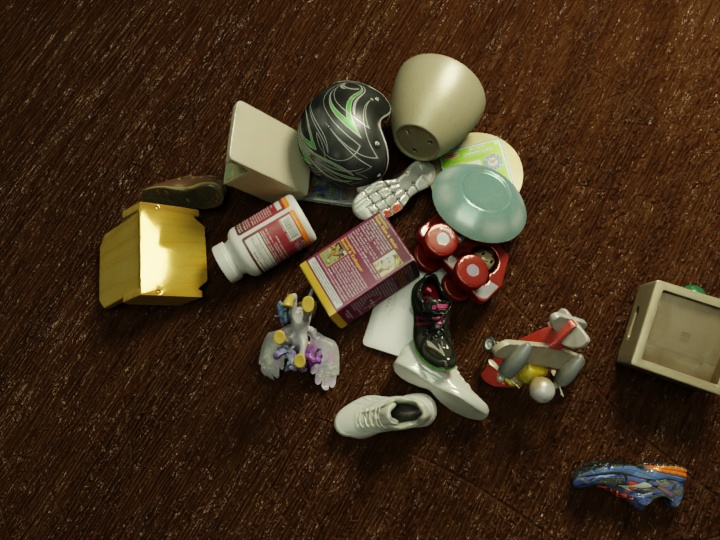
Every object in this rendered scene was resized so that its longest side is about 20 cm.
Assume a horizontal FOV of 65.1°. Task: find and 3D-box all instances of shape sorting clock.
[{"bbox_3d":[0.245,-0.204,1.203,0.197,0.039,0.203,-2,75,7],"label":"shape sorting clock"}]

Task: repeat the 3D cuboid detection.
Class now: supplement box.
[{"bbox_3d":[0.000,0.000,1.126,0.199,0.103,0.132,-33,67,0],"label":"supplement box"}]

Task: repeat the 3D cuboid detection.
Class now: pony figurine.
[{"bbox_3d":[-0.116,0.130,1.080,0.164,0.200,0.196,8,89,2],"label":"pony figurine"}]

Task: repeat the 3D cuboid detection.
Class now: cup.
[{"bbox_3d":[0.140,-0.310,1.151,0.198,0.201,0.144,19,64,12],"label":"cup"}]

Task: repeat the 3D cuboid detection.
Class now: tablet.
[{"bbox_3d":[0.093,0.074,1.148,0.128,0.014,0.202,16,76,10],"label":"tablet"}]

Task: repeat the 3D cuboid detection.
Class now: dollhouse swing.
[{"bbox_3d":[-0.453,-0.015,1.225,0.180,0.175,0.203,5,67,-36],"label":"dollhouse swing"}]

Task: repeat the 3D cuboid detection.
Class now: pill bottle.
[{"bbox_3d":[-0.201,-0.062,1.170,0.198,0.113,0.114,-30,72,-4],"label":"pill bottle"}]

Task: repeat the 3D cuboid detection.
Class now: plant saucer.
[{"bbox_3d":[0.240,-0.146,1.105,0.198,0.039,0.203,7,55,-10],"label":"plant saucer"}]

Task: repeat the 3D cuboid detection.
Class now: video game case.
[{"bbox_3d":[-0.050,-0.215,1.251,0.197,0.018,0.145,8,74,8],"label":"video game case"}]

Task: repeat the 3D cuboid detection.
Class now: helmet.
[{"bbox_3d":[-0.031,-0.268,1.149,0.197,0.201,0.193,10,56,9],"label":"helmet"}]

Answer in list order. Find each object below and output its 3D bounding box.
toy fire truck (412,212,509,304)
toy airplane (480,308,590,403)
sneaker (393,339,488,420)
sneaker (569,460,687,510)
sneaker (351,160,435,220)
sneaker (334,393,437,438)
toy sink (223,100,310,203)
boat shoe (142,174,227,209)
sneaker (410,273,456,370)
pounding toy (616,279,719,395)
[{"bbox_3d":[0.211,-0.043,1.119,0.168,0.112,0.200,-41,81,-18],"label":"toy fire truck"},{"bbox_3d":[0.321,0.160,0.999,0.197,0.200,0.143,-9,62,2],"label":"toy airplane"},{"bbox_3d":[0.166,0.201,1.073,0.199,0.076,0.089,33,59,8],"label":"sneaker"},{"bbox_3d":[0.469,0.376,0.983,0.197,0.075,0.080,-1,76,8],"label":"sneaker"},{"bbox_3d":[0.068,-0.160,1.190,0.198,0.082,0.078,-28,93,-13],"label":"sneaker"},{"bbox_3d":[0.040,0.265,1.044,0.197,0.099,0.079,-15,75,9],"label":"sneaker"},{"bbox_3d":[-0.211,-0.236,1.173,0.111,0.199,0.132,-13,67,43],"label":"toy sink"},{"bbox_3d":[-0.387,-0.174,1.257,0.197,0.073,0.068,-3,39,14],"label":"boat shoe"},{"bbox_3d":[0.136,0.094,1.065,0.076,0.084,0.202,-4,58,-12],"label":"sneaker"},{"bbox_3d":[0.597,0.106,1.033,0.182,0.142,0.203,19,86,12],"label":"pounding toy"}]
